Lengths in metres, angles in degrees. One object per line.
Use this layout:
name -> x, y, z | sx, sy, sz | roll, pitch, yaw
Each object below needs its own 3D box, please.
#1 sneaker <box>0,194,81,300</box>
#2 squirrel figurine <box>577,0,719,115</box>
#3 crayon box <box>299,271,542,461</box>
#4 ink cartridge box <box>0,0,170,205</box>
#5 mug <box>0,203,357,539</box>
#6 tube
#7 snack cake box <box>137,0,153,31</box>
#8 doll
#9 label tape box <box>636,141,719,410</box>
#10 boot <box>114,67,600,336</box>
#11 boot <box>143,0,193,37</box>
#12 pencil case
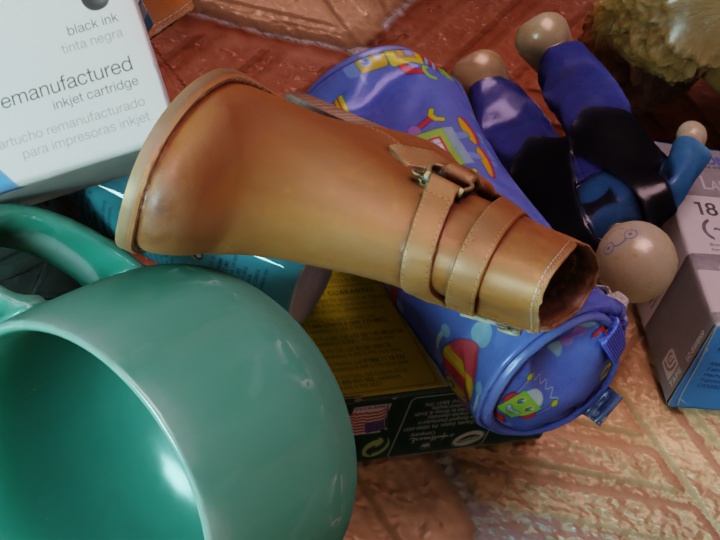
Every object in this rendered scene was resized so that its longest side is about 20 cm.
sneaker -> -0.179, 0.044, 1.092 | 0.200, 0.076, 0.091 | -32, 89, -31
squirrel figurine -> 0.218, -0.145, 1.410 | 0.200, 0.142, 0.187 | 3, 16, 1
crayon box -> 0.000, 0.000, 1.235 | 0.127, 0.051, 0.200 | -5, 47, -27
ink cartridge box -> -0.172, -0.123, 1.062 | 0.145, 0.084, 0.200 | -18, 87, -6
mug -> -0.079, 0.059, 1.035 | 0.152, 0.185, 0.114 | 4, 21, 41
tube -> -0.109, -0.034, 1.166 | 0.200, 0.077, 0.050 | 23, 66, 12
snack cake box -> -0.194, -0.150, 1.163 | 0.200, 0.067, 0.115 | 36, -3, -1
doll -> 0.108, -0.048, 1.299 | 0.136, 0.048, 0.200 | -30, 41, 2
label tape box -> 0.211, -0.015, 1.335 | 0.144, 0.063, 0.200 | 6, 43, -18
boot -> 0.004, -0.019, 1.034 | 0.155, 0.074, 0.200 | 29, 22, 19
boot -> -0.133, -0.185, 1.252 | 0.155, 0.200, 0.074 | 48, 25, -1
pencil case -> 0.047, -0.015, 1.171 | 0.087, 0.078, 0.200 | -29, 57, -9
